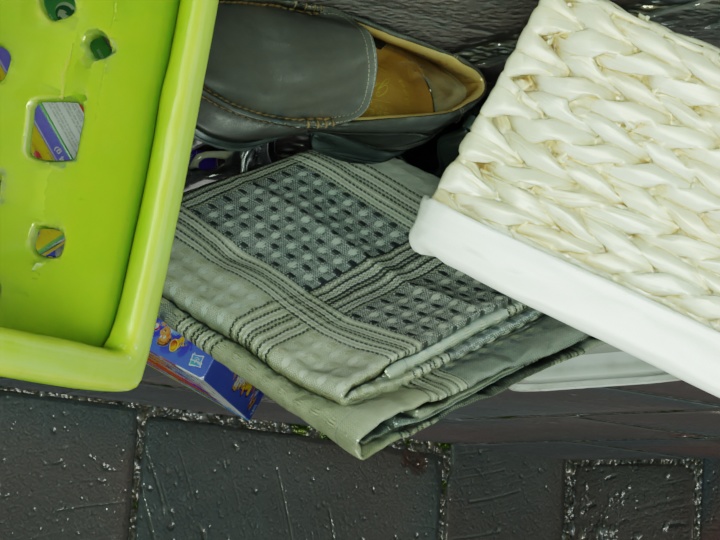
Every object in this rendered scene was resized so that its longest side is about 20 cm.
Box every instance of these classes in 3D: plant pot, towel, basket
[{"bbox_3d":[-0.172,-0.077,0.606,0.180,0.201,0.200,7,173,23],"label":"plant pot"},{"bbox_3d":[0.000,0.000,0.861,0.199,0.035,0.192,33,-144,33],"label":"towel"},{"bbox_3d":[0.136,-0.024,0.769,0.199,0.124,0.136,26,-176,5],"label":"basket"}]

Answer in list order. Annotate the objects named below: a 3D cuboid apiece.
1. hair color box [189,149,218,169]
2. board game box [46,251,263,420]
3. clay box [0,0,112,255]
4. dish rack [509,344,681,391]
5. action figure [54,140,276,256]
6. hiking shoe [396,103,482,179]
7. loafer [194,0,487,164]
[{"bbox_3d":[-0.199,-0.049,1.156,0.198,0.065,0.109,5,171,-20],"label":"hair color box"},{"bbox_3d":[-0.126,0.029,1.117,0.134,0.045,0.200,28,172,9],"label":"board game box"},{"bbox_3d":[-0.164,-0.063,0.847,0.047,0.115,0.200,-32,-176,-31],"label":"clay box"},{"bbox_3d":[0.179,-0.005,1.053,0.171,0.044,0.200,-9,-156,49],"label":"dish rack"},{"bbox_3d":[-0.147,-0.057,0.970,0.198,0.103,0.119,2,157,10],"label":"action figure"},{"bbox_3d":[0.036,-0.064,1.015,0.087,0.075,0.199,43,159,-26],"label":"hiking shoe"},{"bbox_3d":[-0.022,-0.093,0.828,0.072,0.073,0.199,-14,171,36],"label":"loafer"}]
